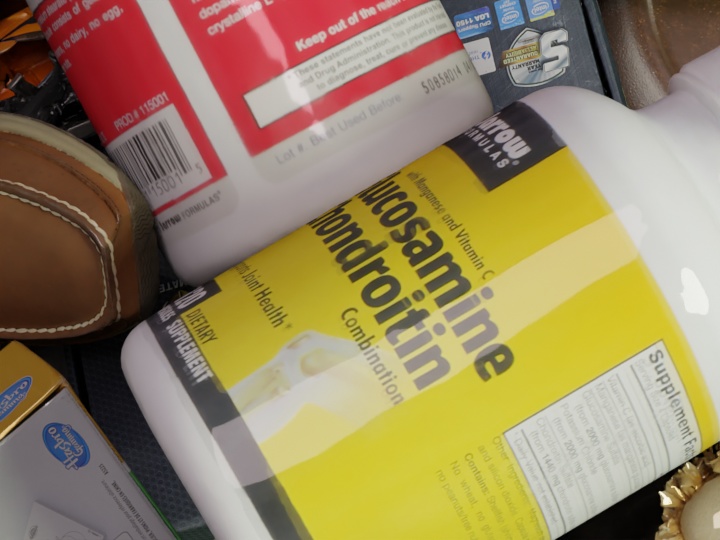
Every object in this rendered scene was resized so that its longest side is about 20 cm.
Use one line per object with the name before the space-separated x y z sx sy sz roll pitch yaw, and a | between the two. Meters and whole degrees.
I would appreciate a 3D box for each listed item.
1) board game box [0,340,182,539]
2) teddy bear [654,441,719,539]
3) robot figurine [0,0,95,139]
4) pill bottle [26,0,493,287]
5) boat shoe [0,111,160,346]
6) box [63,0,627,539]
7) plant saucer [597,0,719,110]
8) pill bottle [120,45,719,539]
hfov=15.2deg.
board game box | -0.135 0.142 0.810 0.200 0.153 0.040 -40 33 -14
teddy bear | 0.161 0.038 0.834 0.145 0.067 0.200 13 61 -4
robot figurine | -0.103 -0.103 0.929 0.200 0.058 0.145 -28 35 -10
pill bottle | -0.051 -0.106 0.821 0.112 0.112 0.200 -28 92 -4
boat shoe | -0.154 -0.008 0.838 0.200 0.076 0.074 9 26 34
box | 0.000 0.000 0.896 0.200 0.051 0.158 -15 69 8
plant saucer | 0.171 -0.095 0.929 0.200 0.032 0.200 -3 70 7
pill bottle | 0.042 0.018 0.757 0.200 0.112 0.112 -31 69 -5
